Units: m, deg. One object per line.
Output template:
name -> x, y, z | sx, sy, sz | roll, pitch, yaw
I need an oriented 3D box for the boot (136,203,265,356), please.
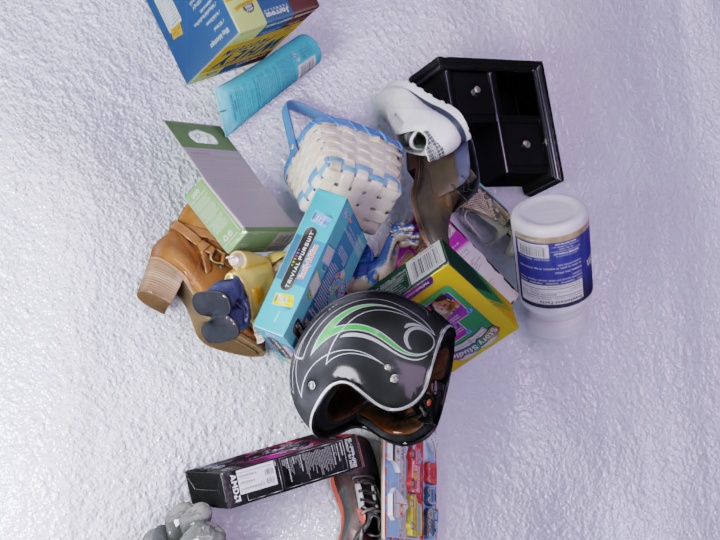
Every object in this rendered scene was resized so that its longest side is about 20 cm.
boot -> -0.190, 0.015, 1.656 | 0.200, 0.077, 0.155 | 30, 59, -12

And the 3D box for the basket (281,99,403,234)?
basket -> -0.029, -0.157, 1.756 | 0.176, 0.139, 0.200 | 19, 40, -21

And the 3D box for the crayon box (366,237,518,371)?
crayon box -> 0.087, 0.072, 1.688 | 0.173, 0.200, 0.058 | 40, 24, -36

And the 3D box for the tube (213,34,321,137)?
tube -> -0.134, -0.271, 1.757 | 0.200, 0.050, 0.078 | -43, 132, -37

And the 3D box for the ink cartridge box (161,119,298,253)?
ink cartridge box -> -0.185, -0.112, 1.662 | 0.200, 0.048, 0.145 | 50, 22, 16

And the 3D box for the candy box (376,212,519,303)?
candy box -> 0.124, 0.017, 1.824 | 0.200, 0.061, 0.136 | 46, 59, -9

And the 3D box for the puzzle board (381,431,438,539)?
puzzle board -> 0.071, 0.276, 1.706 | 0.151, 0.017, 0.200 | 26, 60, -57

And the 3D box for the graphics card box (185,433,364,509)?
graphics card box -> -0.112, 0.257, 1.591 | 0.200, 0.125, 0.051 | -13, 91, -30

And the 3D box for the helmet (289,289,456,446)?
helmet -> 0.009, 0.123, 1.550 | 0.190, 0.200, 0.200 | 12, 65, 15

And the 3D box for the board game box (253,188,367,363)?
board game box -> -0.063, 0.014, 1.614 | 0.047, 0.151, 0.200 | 19, 74, 18

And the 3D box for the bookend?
bookend -> 0.195, -0.221, 1.911 | 0.200, 0.092, 0.199 | -2, 78, -28

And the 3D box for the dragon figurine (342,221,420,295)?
dragon figurine -> 0.000, 0.000, 1.726 | 0.059, 0.200, 0.100 | 40, 36, -45

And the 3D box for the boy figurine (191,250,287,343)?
boy figurine -> -0.138, 0.031, 1.593 | 0.200, 0.064, 0.125 | -34, 113, -57

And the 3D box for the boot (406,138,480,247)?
boot -> 0.126, -0.111, 1.760 | 0.075, 0.097, 0.200 | 45, 31, -52

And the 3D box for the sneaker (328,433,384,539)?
sneaker -> 0.009, 0.319, 1.666 | 0.077, 0.082, 0.200 | 4, 75, -28

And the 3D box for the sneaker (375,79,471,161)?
sneaker -> 0.073, -0.218, 1.799 | 0.080, 0.200, 0.076 | -42, 128, -12

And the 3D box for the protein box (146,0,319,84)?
protein box -> -0.192, -0.394, 1.684 | 0.135, 0.198, 0.200 | -26, 90, -31

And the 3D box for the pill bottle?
pill bottle -> 0.290, -0.004, 1.847 | 0.116, 0.116, 0.200 | -31, 127, -31

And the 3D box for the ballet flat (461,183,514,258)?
ballet flat -> 0.221, -0.066, 1.907 | 0.200, 0.068, 0.075 | 32, 85, -13

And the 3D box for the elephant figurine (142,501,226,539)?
elephant figurine -> -0.176, 0.394, 1.527 | 0.155, 0.142, 0.200 | -39, 115, -3
